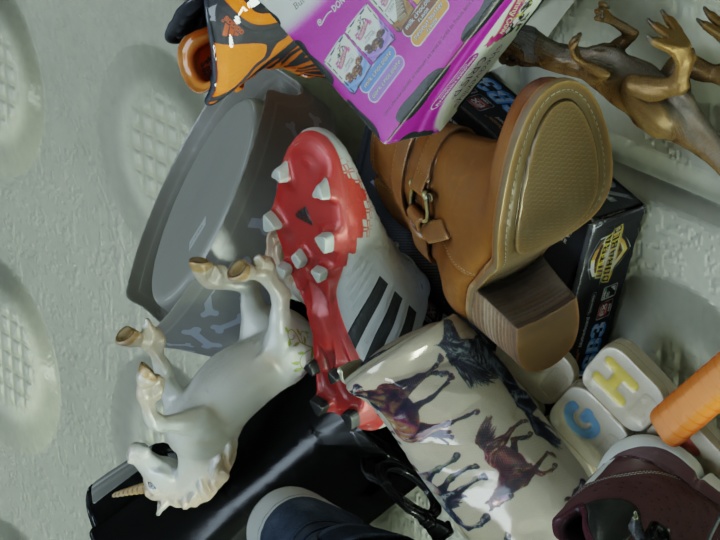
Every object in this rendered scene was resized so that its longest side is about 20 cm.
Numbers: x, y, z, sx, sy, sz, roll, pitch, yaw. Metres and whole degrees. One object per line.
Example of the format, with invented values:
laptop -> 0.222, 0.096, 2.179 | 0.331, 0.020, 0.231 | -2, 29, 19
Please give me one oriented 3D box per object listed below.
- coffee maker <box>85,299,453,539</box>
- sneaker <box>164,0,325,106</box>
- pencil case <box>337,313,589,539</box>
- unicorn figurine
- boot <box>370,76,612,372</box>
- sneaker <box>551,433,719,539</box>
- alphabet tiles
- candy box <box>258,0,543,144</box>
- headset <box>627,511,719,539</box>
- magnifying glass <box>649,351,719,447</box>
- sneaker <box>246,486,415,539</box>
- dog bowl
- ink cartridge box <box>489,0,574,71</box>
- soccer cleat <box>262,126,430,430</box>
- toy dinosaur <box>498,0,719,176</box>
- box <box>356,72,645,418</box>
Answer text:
coffee maker -> -0.065, 0.146, 1.713 | 0.200, 0.135, 0.192 | -44, 26, 15
sneaker -> -0.055, -0.139, 1.603 | 0.078, 0.112, 0.200 | 55, 180, 24
pencil case -> 0.073, 0.115, 1.546 | 0.089, 0.078, 0.200 | -37, 89, 28
unicorn figurine -> -0.090, 0.069, 1.631 | 0.137, 0.200, 0.074 | 54, -175, -42
boot -> 0.061, -0.056, 1.497 | 0.155, 0.073, 0.201 | 48, 146, 38
sneaker -> 0.187, 0.172, 1.454 | 0.200, 0.115, 0.076 | 28, 130, 28
alphabet tiles -> 0.132, 0.128, 1.572 | 0.196, 0.015, 0.200 | 47, 135, 9
candy box -> 0.003, -0.186, 1.437 | 0.200, 0.061, 0.136 | 50, 122, 16
headset -> 0.232, 0.116, 1.370 | 0.094, 0.199, 0.124 | -17, -92, -81
magnifying glass -> 0.219, 0.032, 1.428 | 0.200, 0.022, 0.080 | -47, 67, 43
sneaker -> 0.042, 0.200, 1.565 | 0.077, 0.202, 0.146 | -64, 25, -2
dog bowl -> -0.081, -0.036, 1.724 | 0.200, 0.058, 0.200 | -56, 19, 31
ink cartridge box -> 0.047, -0.225, 1.502 | 0.200, 0.084, 0.145 | 53, 139, 14
soccer cleat -> 0.000, 0.000, 1.594 | 0.068, 0.085, 0.201 | 20, 130, 46
toy dinosaur -> 0.166, -0.088, 1.450 | 0.200, 0.060, 0.106 | 38, 137, 6
box -> 0.070, -0.009, 1.623 | 0.200, 0.050, 0.199 | 43, 137, 34
